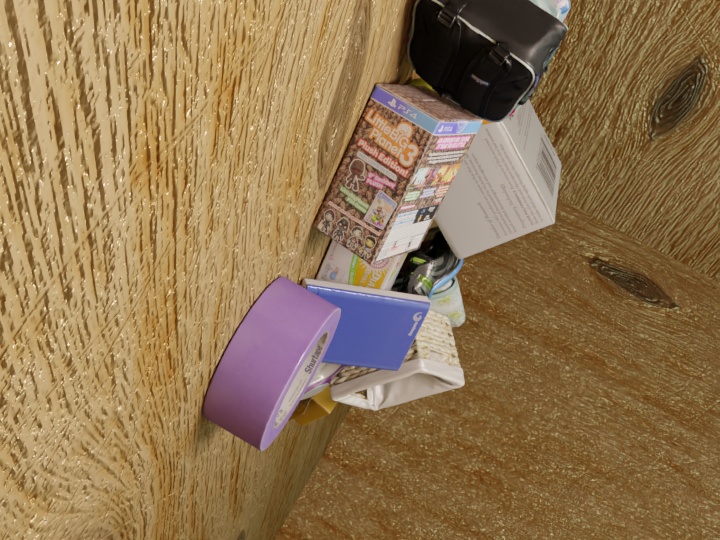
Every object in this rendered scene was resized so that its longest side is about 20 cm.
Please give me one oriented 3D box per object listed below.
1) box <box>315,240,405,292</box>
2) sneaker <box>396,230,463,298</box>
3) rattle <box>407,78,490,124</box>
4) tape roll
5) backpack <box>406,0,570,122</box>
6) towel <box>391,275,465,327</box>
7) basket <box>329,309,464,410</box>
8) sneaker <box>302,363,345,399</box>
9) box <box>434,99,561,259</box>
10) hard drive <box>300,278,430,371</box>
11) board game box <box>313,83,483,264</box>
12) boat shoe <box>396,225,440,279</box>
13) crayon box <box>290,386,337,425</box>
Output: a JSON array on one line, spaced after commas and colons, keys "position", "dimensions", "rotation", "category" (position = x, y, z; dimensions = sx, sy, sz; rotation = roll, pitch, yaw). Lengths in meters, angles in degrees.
[{"position": [0.000, 0.000, 1.448], "dimensions": [0.201, 0.101, 0.113], "rotation": [-66, 173, 29], "category": "box"}, {"position": [0.087, 0.013, 1.499], "dimensions": [0.200, 0.070, 0.083], "rotation": [-49, 130, -29], "category": "sneaker"}, {"position": [0.088, -0.158, 1.363], "dimensions": [0.130, 0.142, 0.202], "rotation": [-161, -87, -81], "category": "rattle"}, {"position": [-0.108, 0.115, 1.190], "dimensions": [0.201, 0.084, 0.200], "rotation": [-59, 172, -13], "category": "tape roll"}, {"position": [0.148, -0.279, 1.157], "dimensions": [0.151, 0.177, 0.200], "rotation": [-53, 175, -19], "category": "backpack"}, {"position": [0.075, 0.062, 1.638], "dimensions": [0.171, 0.198, 0.049], "rotation": [65, 19, -66], "category": "towel"}, {"position": [0.057, 0.147, 1.615], "dimensions": [0.135, 0.199, 0.125], "rotation": [23, 55, -48], "category": "basket"}, {"position": [-0.073, 0.139, 1.575], "dimensions": [0.200, 0.100, 0.075], "rotation": [-39, 164, 10], "category": "sneaker"}, {"position": [0.194, -0.168, 1.493], "dimensions": [0.170, 0.201, 0.200], "rotation": [-22, -155, 27], "category": "box"}, {"position": [-0.011, 0.082, 1.395], "dimensions": [0.133, 0.198, 0.025], "rotation": [-66, -150, 29], "category": "hard drive"}, {"position": [0.050, -0.126, 1.229], "dimensions": [0.159, 0.096, 0.201], "rotation": [-18, 137, -63], "category": "board game box"}, {"position": [0.066, -0.016, 1.594], "dimensions": [0.198, 0.068, 0.072], "rotation": [-18, 173, 5], "category": "boat shoe"}, {"position": [-0.071, 0.220, 1.837], "dimensions": [0.201, 0.051, 0.127], "rotation": [-57, -167, -31], "category": "crayon box"}]
